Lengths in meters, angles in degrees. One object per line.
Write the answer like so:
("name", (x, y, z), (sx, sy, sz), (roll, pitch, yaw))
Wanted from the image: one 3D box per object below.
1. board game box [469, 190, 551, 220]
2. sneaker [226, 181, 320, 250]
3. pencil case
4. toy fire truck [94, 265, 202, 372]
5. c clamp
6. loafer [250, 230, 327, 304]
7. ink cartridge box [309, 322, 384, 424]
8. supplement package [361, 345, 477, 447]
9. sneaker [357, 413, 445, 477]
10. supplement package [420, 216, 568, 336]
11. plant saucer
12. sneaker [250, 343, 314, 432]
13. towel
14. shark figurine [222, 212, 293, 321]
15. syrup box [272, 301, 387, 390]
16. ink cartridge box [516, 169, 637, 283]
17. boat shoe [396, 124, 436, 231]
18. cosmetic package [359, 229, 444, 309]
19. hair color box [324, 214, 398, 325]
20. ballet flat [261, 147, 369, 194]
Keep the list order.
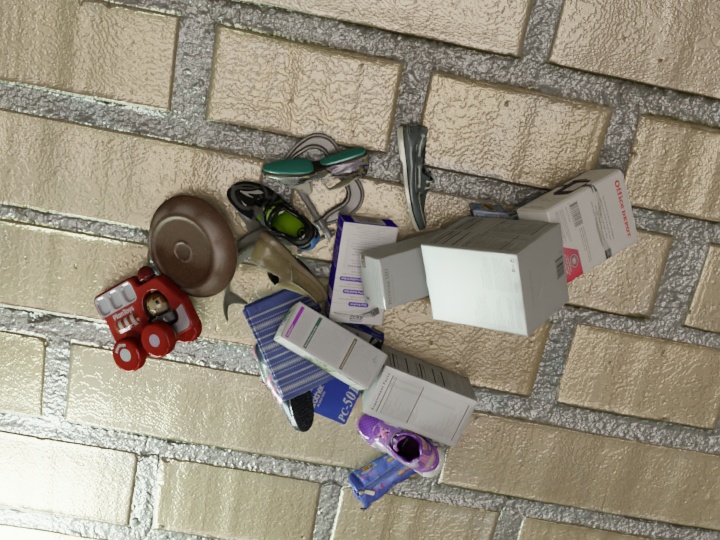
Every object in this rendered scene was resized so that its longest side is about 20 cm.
("board game box", (0.299, -0.060, 1.634), (0.199, 0.062, 0.200), (-27, 106, 7))
("sneaker", (-0.161, -0.110, 1.577), (0.199, 0.083, 0.071), (34, 84, 14))
("pencil case", (0.066, 0.411, 1.761), (0.200, 0.087, 0.078), (-34, 88, 8))
("toy fire truck", (-0.407, 0.086, 1.627), (0.199, 0.112, 0.169), (-27, 91, 28))
("c clamp", (-0.086, -0.150, 1.615), (0.170, 0.027, 0.201), (-24, 106, 6))
("loafer", (-0.137, 0.005, 1.602), (0.067, 0.076, 0.200), (-44, 124, -1))
("ink cartridge box", (-0.033, 0.201, 1.715), (0.094, 0.044, 0.201), (23, 106, -6))
("supplement package", (0.114, 0.248, 1.698), (0.199, 0.110, 0.114), (23, 104, -9))
("sneaker", (0.070, 0.335, 1.694), (0.200, 0.088, 0.081), (25, 86, 33))
("supplement package", (0.238, 0.003, 1.510), (0.199, 0.150, 0.152), (8, 118, 41))
("plant saucer", (-0.324, -0.039, 1.598), (0.199, 0.037, 0.201), (9, 111, 23))
("sneaker", (-0.156, 0.228, 1.698), (0.082, 0.070, 0.201), (-20, 89, 38))
("towel", (-0.128, 0.134, 1.655), (0.144, 0.024, 0.201), (-23, 88, -18))
("shark figurine", (-0.223, -0.018, 1.622), (0.128, 0.090, 0.215), (40, 103, -9))
("syrup box", (-0.059, 0.145, 1.619), (0.200, 0.079, 0.082), (33, 73, -8))
("ink cartridge box", (0.402, -0.084, 1.573), (0.199, 0.084, 0.145), (-28, 109, -26))
("boat shoe", (0.110, -0.172, 1.591), (0.061, 0.073, 0.201), (-9, 102, 5))
("cosmetic package", (0.102, -0.004, 1.595), (0.199, 0.074, 0.102), (-19, 110, -31))
("hair color box", (0.000, 0.000, 1.637), (0.109, 0.065, 0.201), (6, 105, -13))
("ballet flat", (-0.079, -0.174, 1.566), (0.199, 0.072, 0.072), (-10, 107, -3))
